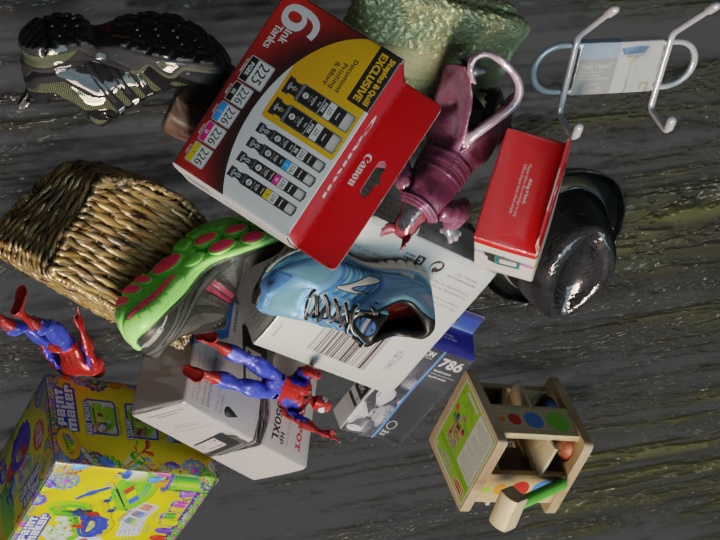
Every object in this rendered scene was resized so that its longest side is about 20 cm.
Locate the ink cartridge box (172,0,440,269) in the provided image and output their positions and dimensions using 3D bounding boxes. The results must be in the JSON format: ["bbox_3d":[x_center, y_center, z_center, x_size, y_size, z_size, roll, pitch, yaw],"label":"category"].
[{"bbox_3d":[-0.046,-0.130,1.525,0.200,0.175,0.084,-57,173,-4],"label":"ink cartridge box"}]

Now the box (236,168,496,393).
[{"bbox_3d":[0.000,0.000,1.743,0.198,0.131,0.200,23,118,-35],"label":"box"}]

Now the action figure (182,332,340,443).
[{"bbox_3d":[-0.083,0.124,1.704,0.200,0.099,0.066,27,82,-48],"label":"action figure"}]

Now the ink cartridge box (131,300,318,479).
[{"bbox_3d":[-0.142,0.125,1.778,0.084,0.145,0.200,-15,145,36],"label":"ink cartridge box"}]

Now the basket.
[{"bbox_3d":[-0.254,-0.030,1.663,0.200,0.149,0.143,33,79,-40],"label":"basket"}]

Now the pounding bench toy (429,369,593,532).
[{"bbox_3d":[0.204,0.239,1.995,0.155,0.200,0.125,6,128,-26],"label":"pounding bench toy"}]

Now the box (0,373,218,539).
[{"bbox_3d":[-0.293,0.233,1.823,0.192,0.122,0.200,10,135,-30],"label":"box"}]

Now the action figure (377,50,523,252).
[{"bbox_3d":[0.091,-0.103,1.608,0.134,0.149,0.201,34,76,-18],"label":"action figure"}]

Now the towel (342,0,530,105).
[{"bbox_3d":[0.063,-0.218,1.637,0.199,0.037,0.149,8,126,-28],"label":"towel"}]

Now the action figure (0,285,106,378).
[{"bbox_3d":[-0.325,0.070,1.726,0.065,0.052,0.200,-6,150,20],"label":"action figure"}]

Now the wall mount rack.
[{"bbox_3d":[0.285,-0.222,1.696,0.199,0.075,0.174,-6,132,-18],"label":"wall mount rack"}]

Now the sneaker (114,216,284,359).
[{"bbox_3d":[-0.157,0.014,1.620,0.200,0.077,0.084,-35,132,-20],"label":"sneaker"}]

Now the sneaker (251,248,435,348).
[{"bbox_3d":[-0.010,0.030,1.613,0.199,0.090,0.079,3,128,-22],"label":"sneaker"}]

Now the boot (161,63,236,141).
[{"bbox_3d":[-0.135,-0.112,1.636,0.200,0.064,0.187,23,109,-38],"label":"boot"}]

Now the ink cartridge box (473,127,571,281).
[{"bbox_3d":[0.159,-0.066,1.602,0.067,0.117,0.200,16,171,7],"label":"ink cartridge box"}]

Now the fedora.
[{"bbox_3d":[0.231,-0.017,1.847,0.200,0.092,0.201,-11,133,-12],"label":"fedora"}]

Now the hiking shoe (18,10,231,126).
[{"bbox_3d":[-0.224,-0.187,1.532,0.199,0.076,0.101,4,134,-12],"label":"hiking shoe"}]

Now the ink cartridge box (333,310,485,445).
[{"bbox_3d":[0.062,0.124,1.948,0.099,0.039,0.200,19,121,-33],"label":"ink cartridge box"}]
